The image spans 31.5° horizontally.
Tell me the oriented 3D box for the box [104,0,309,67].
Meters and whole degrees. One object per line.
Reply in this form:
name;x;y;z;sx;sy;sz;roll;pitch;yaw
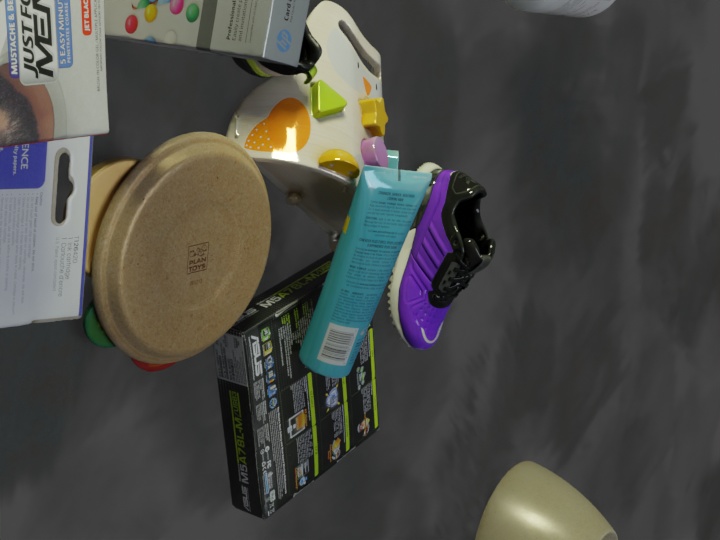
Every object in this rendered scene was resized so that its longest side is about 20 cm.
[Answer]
box;-0.114;-0.230;0.877;0.041;0.199;0.158;5;98;-53

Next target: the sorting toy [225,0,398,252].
sorting toy;-0.018;-0.141;1.167;0.200;0.106;0.182;41;50;-53

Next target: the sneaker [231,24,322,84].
sneaker;-0.079;-0.238;1.030;0.072;0.082;0.201;-55;141;-27

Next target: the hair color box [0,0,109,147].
hair color box;-0.247;-0.131;0.779;0.199;0.063;0.112;-18;113;-51

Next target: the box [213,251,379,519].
box;-0.056;0.106;1.230;0.193;0.047;0.202;-35;128;-47

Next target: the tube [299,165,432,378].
tube;0.000;0.000;1.134;0.077;0.050;0.202;-1;122;-43

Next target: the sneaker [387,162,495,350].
sneaker;0.092;-0.007;1.350;0.069;0.099;0.203;-9;109;-51

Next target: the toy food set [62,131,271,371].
toy food set;-0.149;-0.015;1.039;0.199;0.048;0.200;-34;131;-40

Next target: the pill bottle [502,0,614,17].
pill bottle;0.200;-0.335;1.372;0.199;0.113;0.116;-11;111;-53

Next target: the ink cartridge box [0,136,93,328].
ink cartridge box;-0.270;-0.057;0.860;0.199;0.047;0.200;-7;106;-56

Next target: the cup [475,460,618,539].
cup;0.258;0.373;1.701;0.200;0.142;0.203;-26;123;-48
